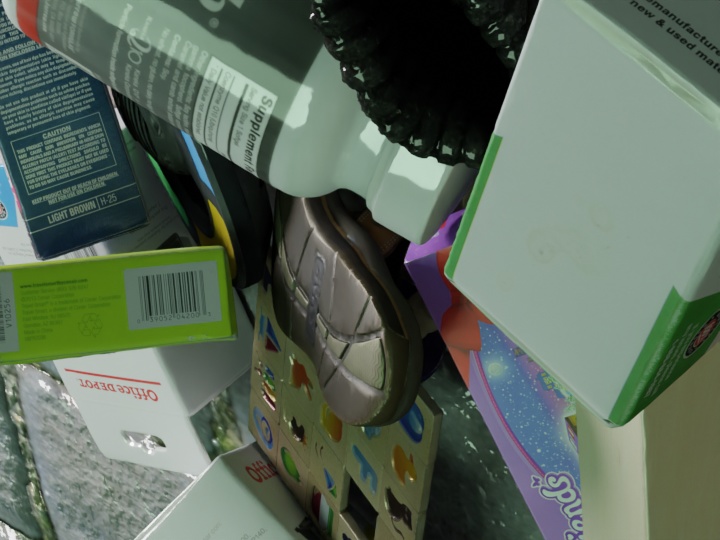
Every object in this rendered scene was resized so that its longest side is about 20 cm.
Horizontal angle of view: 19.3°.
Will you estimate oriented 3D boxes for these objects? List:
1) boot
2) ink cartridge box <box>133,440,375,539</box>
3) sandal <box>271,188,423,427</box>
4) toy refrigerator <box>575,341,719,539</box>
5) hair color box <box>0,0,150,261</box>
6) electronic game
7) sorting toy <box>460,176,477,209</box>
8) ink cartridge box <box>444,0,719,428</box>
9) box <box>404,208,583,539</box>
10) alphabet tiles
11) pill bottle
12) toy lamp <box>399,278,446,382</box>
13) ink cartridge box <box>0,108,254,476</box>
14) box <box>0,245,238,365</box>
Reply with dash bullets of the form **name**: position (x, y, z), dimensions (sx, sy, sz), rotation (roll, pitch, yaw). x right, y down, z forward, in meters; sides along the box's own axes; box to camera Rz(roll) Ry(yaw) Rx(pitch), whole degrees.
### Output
- **boot**: position (-0.002, -0.142, 0.762), dimensions (0.210, 0.158, 0.080), rotation (33, 130, -2)
- **ink cartridge box**: position (-0.018, 0.191, 1.153), dimensions (0.200, 0.086, 0.148), rotation (46, -171, 7)
- **sandal**: position (0.000, 0.000, 0.921), dimensions (0.200, 0.054, 0.082), rotation (-124, 40, -59)
- **toy refrigerator**: position (0.128, 0.061, 0.823), dimensions (0.070, 0.075, 0.202), rotation (-134, 34, -61)
- **hair color box**: position (-0.163, -0.111, 1.033), dimensions (0.100, 0.060, 0.202), rotation (-156, 48, -80)
- **electronic game**: position (-0.096, -0.083, 1.016), dimensions (0.201, 0.041, 0.200), rotation (60, 170, 18)
- **sorting toy**: position (-0.023, -0.131, 0.945), dimensions (0.199, 0.036, 0.186), rotation (31, 143, 27)
- **ink cartridge box**: position (0.132, -0.065, 0.679), dimensions (0.083, 0.200, 0.147), rotation (41, 145, 18)
- **box**: position (0.122, 0.049, 0.889), dimensions (0.136, 0.039, 0.201), rotation (-20, 110, 20)
- **alphabet tiles**: position (-0.011, 0.062, 1.044), dimensions (0.167, 0.007, 0.201), rotation (52, 148, 39)
- **pill bottle**: position (-0.035, -0.102, 0.858), dimensions (0.199, 0.116, 0.116), rotation (31, 144, 8)
- **toy lamp**: position (0.042, 0.013, 0.992), dimensions (0.058, 0.058, 0.200), rotation (51, 148, -2)
- **ink cartridge box**: position (-0.132, 0.011, 1.187), dimensions (0.115, 0.067, 0.201), rotation (5, 126, 47)
- **box**: position (-0.129, 0.019, 1.026), dimensions (0.200, 0.121, 0.048), rotation (170, 94, -80)
